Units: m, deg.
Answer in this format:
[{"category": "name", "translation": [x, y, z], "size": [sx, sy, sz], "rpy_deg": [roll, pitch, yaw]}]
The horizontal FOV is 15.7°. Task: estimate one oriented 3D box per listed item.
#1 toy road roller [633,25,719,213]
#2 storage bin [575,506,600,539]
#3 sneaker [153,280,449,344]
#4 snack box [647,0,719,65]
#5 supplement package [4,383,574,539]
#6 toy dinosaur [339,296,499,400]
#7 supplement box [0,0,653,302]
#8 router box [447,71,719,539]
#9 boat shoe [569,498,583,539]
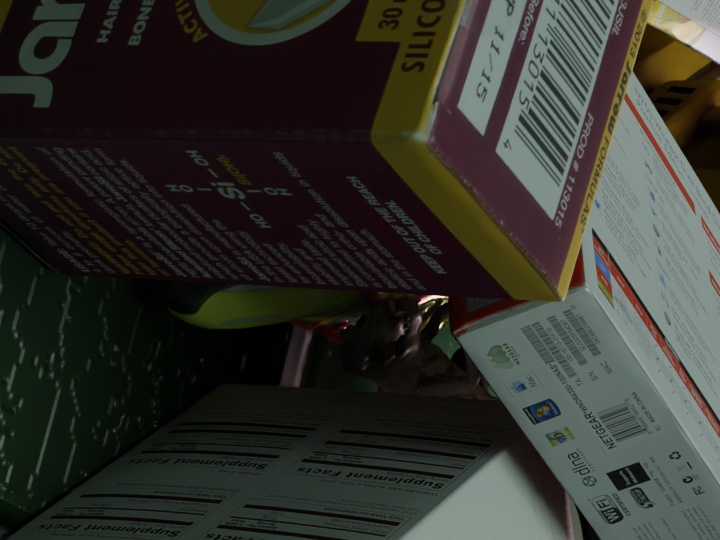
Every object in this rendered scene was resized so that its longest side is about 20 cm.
[{"category": "toy road roller", "translation": [0.144, -0.031, 1.140], "size": [0.200, 0.146, 0.123], "rpy_deg": [-36, 122, -51]}, {"category": "storage bin", "translation": [0.219, 0.100, 1.166], "size": [0.200, 0.134, 0.146], "rpy_deg": [29, 73, -28]}, {"category": "sneaker", "translation": [0.000, 0.000, 0.987], "size": [0.200, 0.078, 0.090], "rpy_deg": [-17, 130, -45]}, {"category": "snack box", "translation": [0.107, -0.146, 1.050], "size": [0.200, 0.169, 0.068], "rpy_deg": [16, 111, -56]}, {"category": "supplement package", "translation": [-0.026, 0.165, 0.883], "size": [0.200, 0.147, 0.192], "rpy_deg": [-35, 120, -53]}, {"category": "toy dinosaur", "translation": [0.054, 0.055, 0.996], "size": [0.088, 0.047, 0.200], "rpy_deg": [-39, 132, -10]}, {"category": "supplement box", "translation": [-0.024, -0.072, 0.823], "size": [0.103, 0.200, 0.131], "rpy_deg": [45, 55, -49]}, {"category": "router box", "translation": [0.095, 0.014, 0.934], "size": [0.200, 0.049, 0.180], "rpy_deg": [53, 24, -37]}, {"category": "boat shoe", "translation": [0.031, 0.105, 1.068], "size": [0.200, 0.057, 0.067], "rpy_deg": [13, 67, -62]}]
